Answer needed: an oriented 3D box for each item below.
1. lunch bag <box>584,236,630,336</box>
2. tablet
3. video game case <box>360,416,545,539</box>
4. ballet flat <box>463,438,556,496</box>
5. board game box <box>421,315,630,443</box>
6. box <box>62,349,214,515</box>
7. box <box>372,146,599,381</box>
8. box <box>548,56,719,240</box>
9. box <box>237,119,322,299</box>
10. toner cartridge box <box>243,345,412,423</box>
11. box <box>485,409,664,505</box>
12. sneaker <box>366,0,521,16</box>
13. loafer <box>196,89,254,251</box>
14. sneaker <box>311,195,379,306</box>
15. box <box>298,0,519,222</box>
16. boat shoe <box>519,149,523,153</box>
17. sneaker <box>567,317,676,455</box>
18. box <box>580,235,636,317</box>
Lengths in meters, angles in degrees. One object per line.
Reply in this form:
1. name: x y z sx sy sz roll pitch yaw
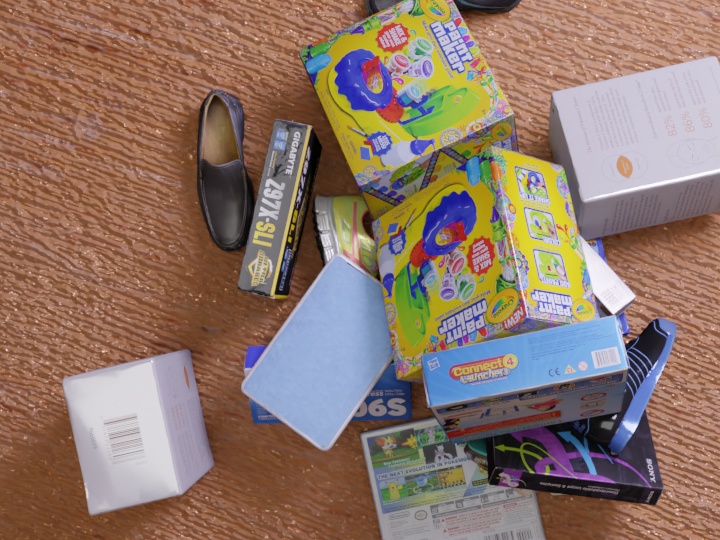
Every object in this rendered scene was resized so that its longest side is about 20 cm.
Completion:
1. lunch bag: 0.222 0.004 1.266 0.149 0.094 0.202 -11 75 -2
2. tablet: -0.034 0.094 1.217 0.130 0.014 0.201 35 83 7
3. video game case: 0.114 0.270 1.288 0.198 0.022 0.184 -12 87 4
4. ballet flat: 0.218 0.238 1.245 0.198 0.072 0.073 2 88 -12
5. board game box: 0.175 0.120 1.094 0.198 0.196 0.056 -12 69 7
6. box: -0.254 0.182 1.215 0.105 0.200 0.154 -13 87 2
7. box: 0.133 0.003 1.143 0.200 0.121 0.194 -31 60 43
8. box: 0.335 -0.141 1.223 0.198 0.106 0.153 -12 65 4
9. box: -0.094 -0.068 1.242 0.049 0.160 0.202 13 88 4
10. toner cartridge box: -0.037 0.137 1.266 0.198 0.043 0.096 -3 127 4
11. box: 0.245 0.196 1.218 0.198 0.144 0.036 9 132 -6
12. sneaker: 0.104 -0.349 1.278 0.198 0.082 0.074 -9 88 4
13. loafer: -0.175 -0.125 1.292 0.072 0.072 0.202 -8 88 2
14. sneaker: 0.000 0.000 1.278 0.089 0.078 0.202 -12 91 -6
15. box: 0.058 -0.193 1.228 0.191 0.122 0.201 -25 66 2
16. boat shoe: 0.115 -0.097 1.277 0.199 0.065 0.074 -31 88 3
17. sneaker: 0.309 0.120 1.226 0.077 0.070 0.200 28 53 12
18. box: 0.238 -0.025 1.217 0.041 0.039 0.200 -34 71 -17
